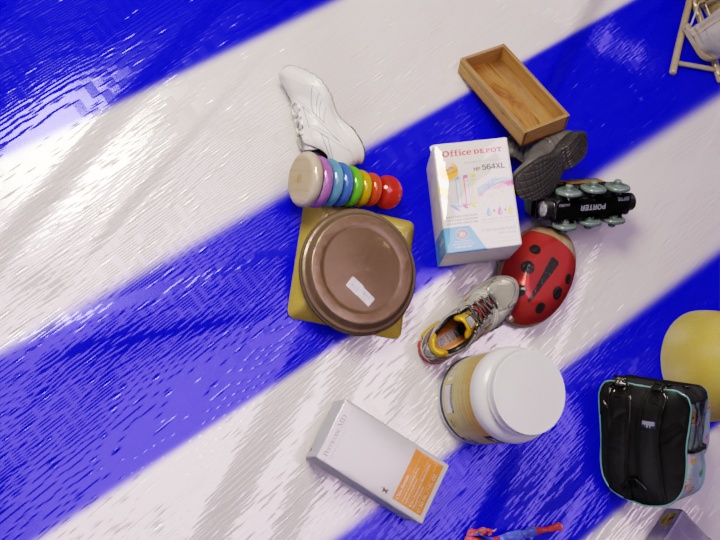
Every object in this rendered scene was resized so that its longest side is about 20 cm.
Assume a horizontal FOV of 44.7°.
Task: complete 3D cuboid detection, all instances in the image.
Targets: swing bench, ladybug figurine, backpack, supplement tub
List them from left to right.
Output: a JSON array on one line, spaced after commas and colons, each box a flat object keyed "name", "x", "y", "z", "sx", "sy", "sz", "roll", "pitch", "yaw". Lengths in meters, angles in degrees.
[{"name": "supplement tub", "x": 0.218, "y": 0.196, "z": 1.367, "sx": 0.141, "sy": 0.200, "sz": 0.148, "roll": 3, "pitch": 78, "yaw": -17}, {"name": "ladybug figurine", "x": 0.305, "y": 0.009, "z": 1.502, "sx": 0.135, "sy": 0.072, "sz": 0.202, "roll": 36, "pitch": 71, "yaw": -9}, {"name": "backpack", "x": 0.489, "y": 0.282, "z": 1.455, "sx": 0.152, "sy": 0.173, "sz": 0.205, "roll": 6, "pitch": 88, "yaw": -48}, {"name": "swing bench", "x": 0.693, "y": -0.495, "z": 1.664, "sx": 0.127, "sy": 0.199, "sz": 0.205, "roll": 5, "pitch": 78, "yaw": -17}]

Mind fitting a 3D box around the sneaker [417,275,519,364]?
[{"name": "sneaker", "x": 0.183, "y": 0.083, "z": 1.422, "sx": 0.199, "sy": 0.082, "sz": 0.078, "roll": -40, "pitch": 88, "yaw": -9}]

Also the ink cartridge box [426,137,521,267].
[{"name": "ink cartridge box", "x": 0.181, "y": -0.122, "z": 1.443, "sx": 0.125, "sy": 0.125, "sz": 0.205, "roll": -7, "pitch": 81, "yaw": -2}]

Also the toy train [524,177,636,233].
[{"name": "toy train", "x": 0.382, "y": -0.123, "z": 1.533, "sx": 0.196, "sy": 0.114, "sz": 0.087, "roll": -7, "pitch": 113, "yaw": -22}]

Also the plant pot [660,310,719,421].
[{"name": "plant pot", "x": 0.656, "y": 0.161, "z": 1.551, "sx": 0.195, "sy": 0.142, "sz": 0.205, "roll": 4, "pitch": 78, "yaw": -17}]

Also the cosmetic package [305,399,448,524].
[{"name": "cosmetic package", "x": 0.026, "y": 0.295, "z": 1.353, "sx": 0.198, "sy": 0.071, "sz": 0.103, "roll": 33, "pitch": 71, "yaw": -9}]

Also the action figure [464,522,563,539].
[{"name": "action figure", "x": 0.242, "y": 0.436, "z": 1.386, "sx": 0.195, "sy": 0.099, "sz": 0.067, "roll": 0, "pitch": 78, "yaw": -16}]

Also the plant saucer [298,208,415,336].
[{"name": "plant saucer", "x": 0.000, "y": 0.000, "z": 1.375, "sx": 0.195, "sy": 0.029, "sz": 0.205, "roll": 4, "pitch": 79, "yaw": -19}]

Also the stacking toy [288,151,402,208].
[{"name": "stacking toy", "x": -0.016, "y": -0.135, "z": 1.411, "sx": 0.197, "sy": 0.085, "sz": 0.088, "roll": 5, "pitch": 77, "yaw": -37}]

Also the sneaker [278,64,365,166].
[{"name": "sneaker", "x": -0.075, "y": -0.243, "z": 1.428, "sx": 0.087, "sy": 0.074, "sz": 0.202, "roll": -36, "pitch": 91, "yaw": -16}]

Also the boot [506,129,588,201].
[{"name": "boot", "x": 0.288, "y": -0.190, "z": 1.508, "sx": 0.198, "sy": 0.130, "sz": 0.071, "roll": -32, "pitch": 127, "yaw": -32}]

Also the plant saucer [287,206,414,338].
[{"name": "plant saucer", "x": -0.007, "y": -0.008, "z": 1.415, "sx": 0.196, "sy": 0.048, "sz": 0.205, "roll": 12, "pitch": 76, "yaw": -15}]

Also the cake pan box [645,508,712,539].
[{"name": "cake pan box", "x": 0.553, "y": 0.543, "z": 1.490, "sx": 0.200, "sy": 0.052, "sz": 0.185, "roll": 44, "pitch": 71, "yaw": -5}]

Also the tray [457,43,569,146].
[{"name": "tray", "x": 0.264, "y": -0.308, "z": 1.525, "sx": 0.097, "sy": 0.037, "sz": 0.201, "roll": -22, "pitch": 58, "yaw": -20}]
